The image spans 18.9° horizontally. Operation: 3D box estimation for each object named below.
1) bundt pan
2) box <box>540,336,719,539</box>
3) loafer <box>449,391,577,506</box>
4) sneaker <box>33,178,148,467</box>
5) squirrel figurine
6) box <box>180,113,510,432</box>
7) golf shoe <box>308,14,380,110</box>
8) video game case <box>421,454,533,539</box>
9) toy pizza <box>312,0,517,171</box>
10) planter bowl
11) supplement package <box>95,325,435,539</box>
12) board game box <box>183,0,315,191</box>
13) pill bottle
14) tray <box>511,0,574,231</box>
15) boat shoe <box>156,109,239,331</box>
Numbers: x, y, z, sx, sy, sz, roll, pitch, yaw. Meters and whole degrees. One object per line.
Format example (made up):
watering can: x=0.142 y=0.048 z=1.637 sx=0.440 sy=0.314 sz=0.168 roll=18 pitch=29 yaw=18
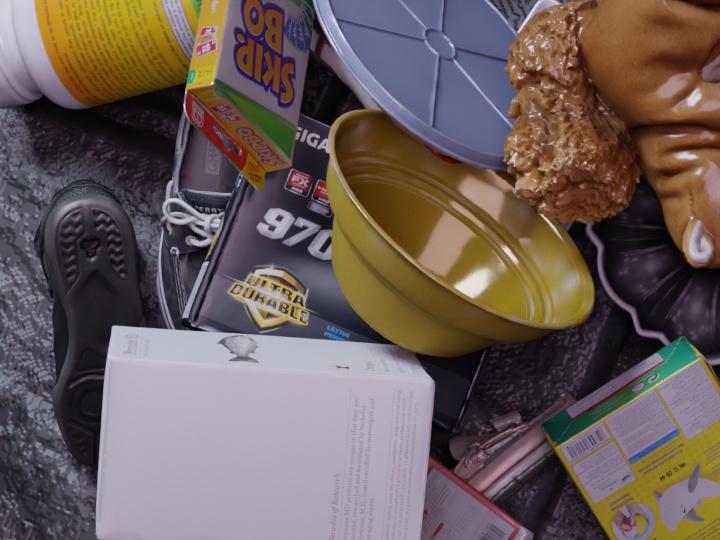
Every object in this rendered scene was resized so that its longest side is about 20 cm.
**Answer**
bundt pan: x=0.250 y=-0.029 z=1.480 sx=0.201 sy=0.076 sz=0.203 roll=0 pitch=83 yaw=-1
box: x=0.219 y=0.156 z=1.441 sx=0.117 sy=0.048 sz=0.200 roll=-31 pitch=109 yaw=2
loafer: x=0.065 y=0.143 z=1.466 sx=0.200 sy=0.072 sz=0.063 roll=-41 pitch=79 yaw=-2
sneaker: x=-0.179 y=0.030 z=1.481 sx=0.076 sy=0.114 sz=0.200 roll=-8 pitch=111 yaw=-6
squirrel figurine: x=0.189 y=-0.088 z=1.396 sx=0.199 sy=0.142 sz=0.187 roll=-11 pitch=95 yaw=2
box: x=0.000 y=0.000 z=1.448 sx=0.199 sy=0.046 sz=0.159 roll=23 pitch=83 yaw=-12
golf shoe: x=-0.019 y=-0.164 z=1.506 sx=0.088 sy=0.077 sz=0.200 roll=-30 pitch=78 yaw=12
video game case: x=-0.002 y=0.176 z=1.443 sx=0.200 sy=0.017 sz=0.143 roll=35 pitch=89 yaw=27
toy pizza: x=0.044 y=-0.141 z=1.438 sx=0.200 sy=0.200 sz=0.032 roll=48 pitch=124 yaw=5
planter bowl: x=0.044 y=-0.006 z=1.369 sx=0.200 sy=0.200 sz=0.084 roll=39 pitch=116 yaw=4
supplement package: x=-0.062 y=0.106 z=1.356 sx=0.199 sy=0.117 sz=0.118 roll=4 pitch=98 yaw=-6
board game box: x=-0.067 y=-0.157 z=1.389 sx=0.030 sy=0.096 sz=0.201 roll=-9 pitch=56 yaw=30
pill bottle: x=-0.166 y=-0.172 z=1.463 sx=0.199 sy=0.111 sz=0.112 roll=-13 pitch=83 yaw=18
tray: x=0.117 y=-0.082 z=1.514 sx=0.107 sy=0.022 sz=0.200 roll=34 pitch=84 yaw=3
boat shoe: x=-0.101 y=-0.037 z=1.484 sx=0.073 sy=0.068 sz=0.200 roll=8 pitch=83 yaw=1
